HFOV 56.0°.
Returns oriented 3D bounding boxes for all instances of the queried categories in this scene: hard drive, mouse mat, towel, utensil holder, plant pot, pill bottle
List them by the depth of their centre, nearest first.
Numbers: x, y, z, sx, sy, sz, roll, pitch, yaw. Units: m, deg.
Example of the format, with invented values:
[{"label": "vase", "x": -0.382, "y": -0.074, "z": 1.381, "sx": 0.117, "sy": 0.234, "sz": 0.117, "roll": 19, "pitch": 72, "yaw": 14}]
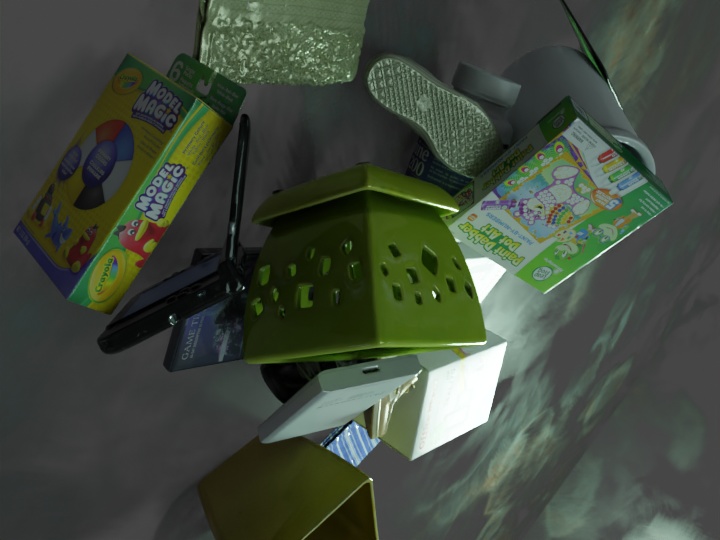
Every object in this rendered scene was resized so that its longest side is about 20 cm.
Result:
[{"label": "towel", "x": -0.062, "y": -0.239, "z": 0.617, "sx": 0.198, "sy": 0.036, "sz": 0.151, "roll": -15, "pitch": 129, "yaw": -44}, {"label": "plant pot", "x": 0.000, "y": 0.000, "z": 0.731, "sx": 0.198, "sy": 0.197, "sz": 0.185, "roll": 5, "pitch": 77, "yaw": -50}, {"label": "hard drive", "x": -0.030, "y": 0.155, "z": 0.804, "sx": 0.130, "sy": 0.027, "sz": 0.200, "roll": -6, "pitch": 156, "yaw": -32}, {"label": "pill bottle", "x": 0.124, "y": -0.149, "z": 0.852, "sx": 0.110, "sy": 0.110, "sz": 0.203, "roll": -4, "pitch": 122, "yaw": -49}, {"label": "utensil holder", "x": 0.265, "y": -0.168, "z": 0.883, "sx": 0.166, "sy": 0.202, "sz": 0.172, "roll": -3, "pitch": 138, "yaw": -3}, {"label": "plant pot", "x": -0.107, "y": 0.336, "z": 0.916, "sx": 0.199, "sy": 0.176, "sz": 0.202, "roll": -34, "pitch": 141, "yaw": -26}, {"label": "mouse mat", "x": 0.336, "y": -0.293, "z": 0.968, "sx": 0.007, "sy": 0.163, "sz": 0.199, "roll": -28, "pitch": 152, "yaw": 21}, {"label": "towel", "x": -0.011, "y": 0.290, "z": 1.131, "sx": 0.199, "sy": 0.024, "sz": 0.146, "roll": -42, "pitch": 144, "yaw": -20}]

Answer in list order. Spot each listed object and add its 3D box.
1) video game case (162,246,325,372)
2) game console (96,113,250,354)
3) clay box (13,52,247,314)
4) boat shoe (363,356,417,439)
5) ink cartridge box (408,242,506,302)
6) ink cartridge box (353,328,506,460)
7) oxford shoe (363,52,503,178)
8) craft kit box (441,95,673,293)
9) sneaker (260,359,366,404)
[{"label": "video game case", "x": -0.125, "y": 0.040, "z": 0.788, "sx": 0.198, "sy": 0.019, "sz": 0.145, "roll": -3, "pitch": 120, "yaw": -49}, {"label": "game console", "x": -0.149, "y": -0.037, "z": 0.580, "sx": 0.174, "sy": 0.200, "sz": 0.118, "roll": -26, "pitch": 101, "yaw": -4}, {"label": "clay box", "x": -0.182, "y": -0.082, "z": 0.531, "sx": 0.202, "sy": 0.114, "sz": 0.047, "roll": -57, "pitch": 144, "yaw": 2}, {"label": "boat shoe", "x": 0.043, "y": 0.130, "z": 0.886, "sx": 0.068, "sy": 0.074, "sz": 0.204, "roll": 1, "pitch": 112, "yaw": -12}, {"label": "ink cartridge box", "x": 0.114, "y": 0.007, "z": 0.972, "sx": 0.198, "sy": 0.085, "sz": 0.147, "roll": -7, "pitch": 138, "yaw": -50}, {"label": "ink cartridge box", "x": 0.098, "y": 0.163, "z": 1.035, "sx": 0.198, "sy": 0.145, "sz": 0.149, "roll": -11, "pitch": 118, "yaw": -45}, {"label": "oxford shoe", "x": 0.084, "y": -0.177, "z": 0.760, "sx": 0.198, "sy": 0.058, "sz": 0.076, "roll": 32, "pitch": 108, "yaw": -22}, {"label": "craft kit box", "x": 0.228, "y": -0.077, "z": 0.798, "sx": 0.198, "sy": 0.049, "sz": 0.197, "roll": 27, "pitch": 131, "yaw": -31}, {"label": "sneaker", "x": -0.053, "y": 0.126, "z": 0.885, "sx": 0.088, "sy": 0.075, "sz": 0.199, "roll": -41, "pitch": 158, "yaw": 16}]
